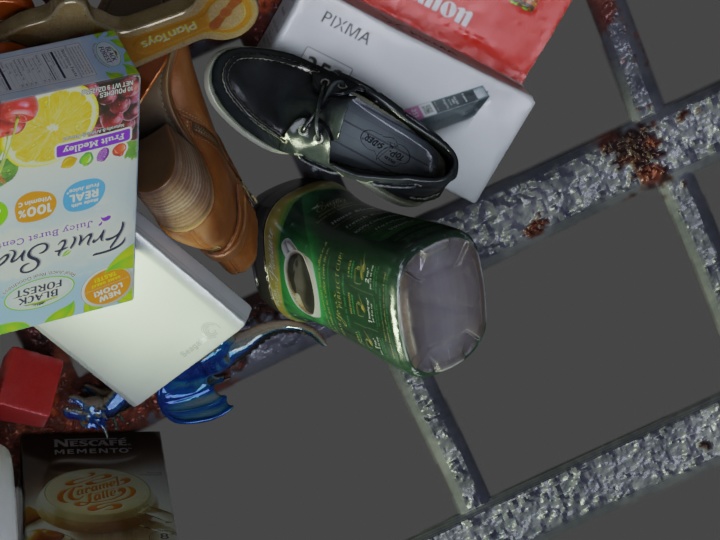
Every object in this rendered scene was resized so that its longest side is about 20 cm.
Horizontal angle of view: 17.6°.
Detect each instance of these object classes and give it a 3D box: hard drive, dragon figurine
[{"bbox_3d":[-0.193,0.002,1.651,0.200,0.026,0.132,41,126,-19],"label":"hard drive"},{"bbox_3d":[-0.126,0.076,1.757,0.198,0.059,0.100,-1,114,-4],"label":"dragon figurine"}]

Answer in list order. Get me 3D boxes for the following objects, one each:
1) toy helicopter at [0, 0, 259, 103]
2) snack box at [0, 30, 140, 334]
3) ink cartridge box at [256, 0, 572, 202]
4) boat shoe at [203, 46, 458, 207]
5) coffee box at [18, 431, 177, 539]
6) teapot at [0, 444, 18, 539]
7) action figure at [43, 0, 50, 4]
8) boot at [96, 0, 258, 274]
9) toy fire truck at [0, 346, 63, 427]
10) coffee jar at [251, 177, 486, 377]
[{"bbox_3d":[-0.158,-0.140,1.538,0.199,0.079,0.133,-20,133,6],"label":"toy helicopter"},{"bbox_3d":[-0.218,-0.051,1.511,0.141,0.053,0.201,-14,137,-21],"label":"snack box"},{"bbox_3d":[0.041,-0.168,1.696,0.199,0.044,0.174,25,107,-18],"label":"ink cartridge box"},{"bbox_3d":[-0.015,-0.104,1.641,0.199,0.066,0.075,32,73,-21],"label":"boat shoe"},{"bbox_3d":[-0.197,0.200,1.719,0.113,0.200,0.080,-1,113,-10],"label":"coffee box"},{"bbox_3d":[-0.326,0.218,1.698,0.145,0.197,0.201,-2,108,-11],"label":"teapot"},{"bbox_3d":[-0.256,-0.256,1.550,0.199,0.149,0.135,31,99,5],"label":"action figure"},{"bbox_3d":[-0.124,-0.105,1.665,0.076,0.201,0.155,-23,151,12],"label":"boot"},{"bbox_3d":[-0.313,0.048,1.679,0.199,0.141,0.049,16,66,-7],"label":"toy fire truck"},{"bbox_3d":[0.000,0.000,1.678,0.085,0.200,0.105,-23,118,-31],"label":"coffee jar"}]
